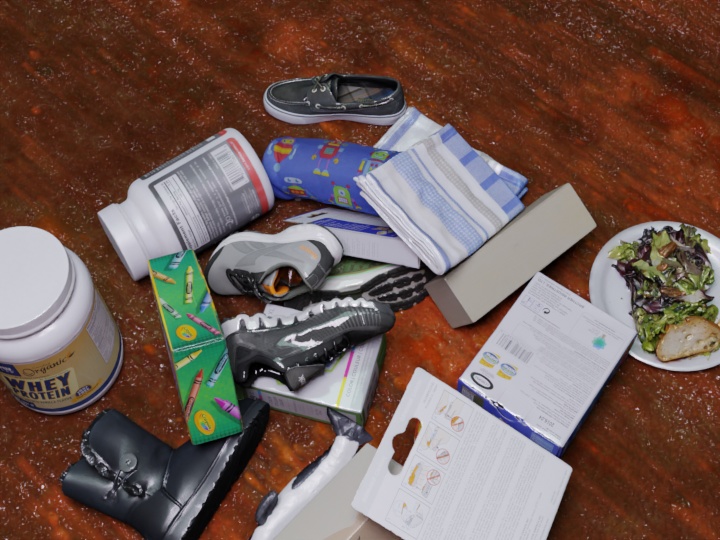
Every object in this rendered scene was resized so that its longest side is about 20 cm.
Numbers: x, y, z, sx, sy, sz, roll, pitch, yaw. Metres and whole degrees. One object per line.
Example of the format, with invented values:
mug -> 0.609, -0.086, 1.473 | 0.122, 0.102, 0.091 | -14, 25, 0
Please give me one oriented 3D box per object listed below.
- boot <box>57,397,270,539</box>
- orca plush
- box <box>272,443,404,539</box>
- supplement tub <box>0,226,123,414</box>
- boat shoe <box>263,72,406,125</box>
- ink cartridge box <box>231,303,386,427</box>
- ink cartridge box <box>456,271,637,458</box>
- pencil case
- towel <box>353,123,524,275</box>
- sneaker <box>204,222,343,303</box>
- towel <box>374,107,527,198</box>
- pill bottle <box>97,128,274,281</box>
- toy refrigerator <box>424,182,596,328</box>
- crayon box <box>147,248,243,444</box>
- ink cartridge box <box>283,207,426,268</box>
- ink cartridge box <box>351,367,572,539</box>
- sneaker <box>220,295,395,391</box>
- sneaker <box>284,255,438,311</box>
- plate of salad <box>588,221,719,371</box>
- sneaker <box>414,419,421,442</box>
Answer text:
boot -> -0.214, 0.192, 1.111 | 0.166, 0.077, 0.202 | 29, 71, 15
orca plush -> -0.073, 0.239, 1.077 | 0.071, 0.104, 0.203 | 15, 82, 56
box -> -0.022, 0.285, 1.024 | 0.200, 0.096, 0.077 | -44, 37, -19
supplement tub -> -0.354, 0.058, 1.127 | 0.141, 0.201, 0.147 | -2, 59, 3
boat shoe -> -0.035, -0.239, 1.367 | 0.196, 0.057, 0.070 | 4, 59, 5
ink cartridge box -> -0.077, 0.105, 1.165 | 0.196, 0.060, 0.105 | 13, 61, 11
ink cartridge box -> 0.196, 0.121, 1.129 | 0.135, 0.077, 0.201 | 32, 64, 19
pencil case -> -0.028, -0.115, 1.256 | 0.197, 0.088, 0.078 | 11, 43, 29
towel -> 0.096, -0.088, 1.170 | 0.147, 0.024, 0.199 | 48, 45, 8
sneaker -> -0.114, 0.000, 1.177 | 0.198, 0.074, 0.080 | -12, 39, 38
towel -> 0.098, -0.115, 1.297 | 0.199, 0.024, 0.147 | 36, 68, 21
pill bottle -> -0.215, -0.080, 1.250 | 0.198, 0.117, 0.116 | -32, 62, -14
toy refrigerator -> 0.179, -0.015, 1.201 | 0.199, 0.076, 0.070 | -36, 92, -17
crayon box -> -0.182, 0.078, 1.106 | 0.057, 0.121, 0.201 | -14, 32, -12
ink cartridge box -> 0.012, -0.042, 1.214 | 0.197, 0.038, 0.094 | 13, 20, 33
ink cartridge box -> 0.098, 0.220, 1.012 | 0.198, 0.050, 0.164 | 32, 64, -6
sneaker -> -0.056, 0.086, 1.104 | 0.196, 0.067, 0.092 | -9, 62, 3
sneaker -> 0.000, 0.000, 1.220 | 0.196, 0.078, 0.090 | -10, 48, -6
plate of salad -> 0.369, 0.022, 1.194 | 0.196, 0.048, 0.203 | -2, 59, 3
sneaker -> 0.100, 0.237, 1.065 | 0.072, 0.077, 0.203 | -19, 65, -9
